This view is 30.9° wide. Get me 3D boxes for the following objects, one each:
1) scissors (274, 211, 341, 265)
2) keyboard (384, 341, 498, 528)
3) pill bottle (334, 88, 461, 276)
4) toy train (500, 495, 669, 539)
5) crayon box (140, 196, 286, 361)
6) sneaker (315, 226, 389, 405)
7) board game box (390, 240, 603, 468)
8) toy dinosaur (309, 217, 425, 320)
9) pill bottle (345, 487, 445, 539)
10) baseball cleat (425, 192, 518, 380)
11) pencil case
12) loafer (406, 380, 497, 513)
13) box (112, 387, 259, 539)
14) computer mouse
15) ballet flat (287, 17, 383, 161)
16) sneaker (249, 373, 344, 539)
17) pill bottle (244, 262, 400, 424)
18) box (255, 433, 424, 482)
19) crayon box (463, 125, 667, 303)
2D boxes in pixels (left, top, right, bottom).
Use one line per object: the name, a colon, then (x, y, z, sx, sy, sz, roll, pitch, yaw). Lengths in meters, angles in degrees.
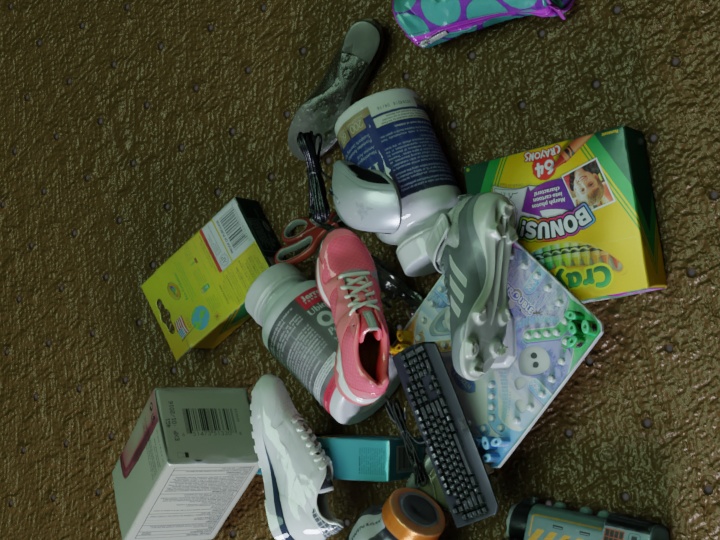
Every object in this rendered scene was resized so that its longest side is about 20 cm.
scissors: (-0.026, -0.060, 1.605, 0.199, 0.014, 0.074, -22, 43, 29)
keyboard: (0.078, 0.184, 1.426, 0.127, 0.020, 0.201, -35, 71, 52)
pill bottle: (0.052, -0.100, 1.509, 0.111, 0.111, 0.201, -32, 70, 29)
toy train: (0.236, 0.309, 1.384, 0.199, 0.085, 0.115, 6, 79, 36)
crayon box: (-0.190, 0.014, 1.706, 0.200, 0.051, 0.128, -39, 67, 26)
sneaker: (0.004, 0.047, 1.442, 0.087, 0.073, 0.202, 155, 105, -71)
board game box: (0.137, 0.075, 1.411, 0.200, 0.026, 0.201, 47, 112, 34)
toy dinosaur: (0.000, 0.000, 1.541, 0.088, 0.200, 0.048, -16, 40, 58)
pill bottle: (0.023, 0.340, 1.486, 0.106, 0.106, 0.201, 45, 124, 28)
baseball cleat: (0.113, 0.017, 1.389, 0.106, 0.070, 0.202, 1, 74, 45)
pencil case: (0.140, -0.310, 1.478, 0.199, 0.085, 0.093, -9, 66, 34)
loafer: (0.133, 0.195, 1.470, 0.070, 0.075, 0.201, 41, 113, 15)
box: (-0.218, 0.244, 1.618, 0.200, 0.127, 0.110, -57, 40, 43)
computer mouse: (-0.019, -0.090, 1.480, 0.200, 0.044, 0.111, 27, 124, 57)
ballet flat: (-0.028, -0.225, 1.618, 0.067, 0.046, 0.201, 29, 112, 0)
sneaker: (-0.073, 0.215, 1.513, 0.080, 0.076, 0.202, -17, 82, 21)
pill bottle: (-0.049, 0.082, 1.569, 0.200, 0.110, 0.111, 43, 110, 28)
box: (-0.027, 0.223, 1.564, 0.199, 0.082, 0.050, -3, 85, 34)
crayon box: (0.220, -0.049, 1.422, 0.199, 0.058, 0.174, -13, 80, 34)
